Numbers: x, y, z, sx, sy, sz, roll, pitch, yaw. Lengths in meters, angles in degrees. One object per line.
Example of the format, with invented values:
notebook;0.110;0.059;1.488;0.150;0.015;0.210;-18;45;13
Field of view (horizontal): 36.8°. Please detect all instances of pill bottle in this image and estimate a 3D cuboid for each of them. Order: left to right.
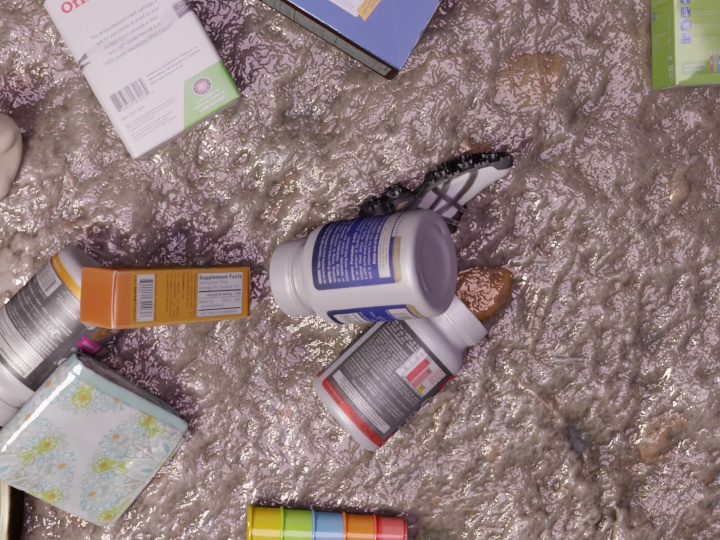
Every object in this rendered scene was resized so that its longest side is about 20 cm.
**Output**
pill bottle;-0.369;0.078;1.257;0.200;0.116;0.116;-44;97;2
pill bottle;0.000;0.000;1.241;0.198;0.119;0.122;-6;98;31
pill bottle;0.049;0.107;1.290;0.200;0.116;0.116;-43;97;1

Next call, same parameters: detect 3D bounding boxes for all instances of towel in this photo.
towel;-0.314;0.202;1.263;0.172;0.048;0.200;-48;131;1

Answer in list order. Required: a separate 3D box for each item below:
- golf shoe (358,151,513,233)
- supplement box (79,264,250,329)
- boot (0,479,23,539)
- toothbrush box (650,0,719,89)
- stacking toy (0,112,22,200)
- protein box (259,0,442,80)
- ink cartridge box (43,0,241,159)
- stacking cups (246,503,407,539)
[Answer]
golf shoe;0.099;-0.076;1.301;0.198;0.078;0.095;-24;101;9
supplement box;-0.217;0.027;1.231;0.199;0.066;0.070;1;93;-49
boot;-0.487;0.313;1.296;0.152;0.072;0.203;6;96;-2
toothbrush box;0.427;-0.321;1.290;0.143;0.086;0.203;-4;97;-3
stacking toy;-0.502;-0.152;1.236;0.198;0.146;0.147;31;93;12
protein box;0.005;-0.357;1.230;0.198;0.135;0.200;30;93;-7
ink cartridge box;-0.247;-0.252;1.247;0.144;0.084;0.202;-30;97;-1
stacking cups;-0.042;0.318;1.339;0.197;0.060;0.062;1;96;-8
